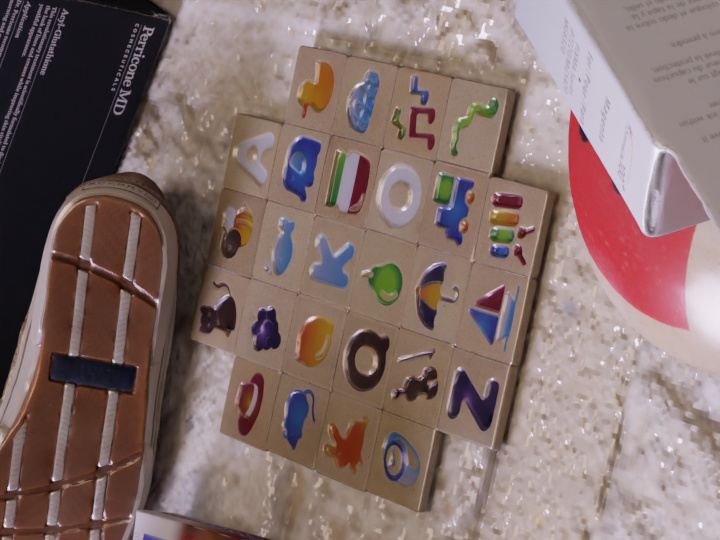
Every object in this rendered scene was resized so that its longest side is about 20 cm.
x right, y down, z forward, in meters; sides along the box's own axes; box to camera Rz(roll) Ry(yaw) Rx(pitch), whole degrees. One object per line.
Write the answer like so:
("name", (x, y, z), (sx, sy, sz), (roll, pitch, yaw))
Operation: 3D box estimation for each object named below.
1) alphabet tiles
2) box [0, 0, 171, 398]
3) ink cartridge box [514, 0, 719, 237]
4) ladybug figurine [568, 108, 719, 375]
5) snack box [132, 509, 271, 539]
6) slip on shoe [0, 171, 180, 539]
("alphabet tiles", (0.000, 0.000, 1.061), (0.200, 0.006, 0.167), (17, 97, 50))
("box", (-0.190, -0.049, 1.190), (0.079, 0.141, 0.201), (42, 115, 47))
("ink cartridge box", (0.168, -0.050, 0.732), (0.044, 0.199, 0.174), (93, 156, -53))
("ladybug figurine", (0.123, -0.043, 0.828), (0.136, 0.072, 0.200), (-40, 30, 2))
("snack box", (-0.078, 0.205, 1.103), (0.072, 0.024, 0.201), (9, 91, 47))
("slip on shoe", (-0.122, 0.053, 1.159), (0.061, 0.076, 0.201), (-78, -1, -75))
